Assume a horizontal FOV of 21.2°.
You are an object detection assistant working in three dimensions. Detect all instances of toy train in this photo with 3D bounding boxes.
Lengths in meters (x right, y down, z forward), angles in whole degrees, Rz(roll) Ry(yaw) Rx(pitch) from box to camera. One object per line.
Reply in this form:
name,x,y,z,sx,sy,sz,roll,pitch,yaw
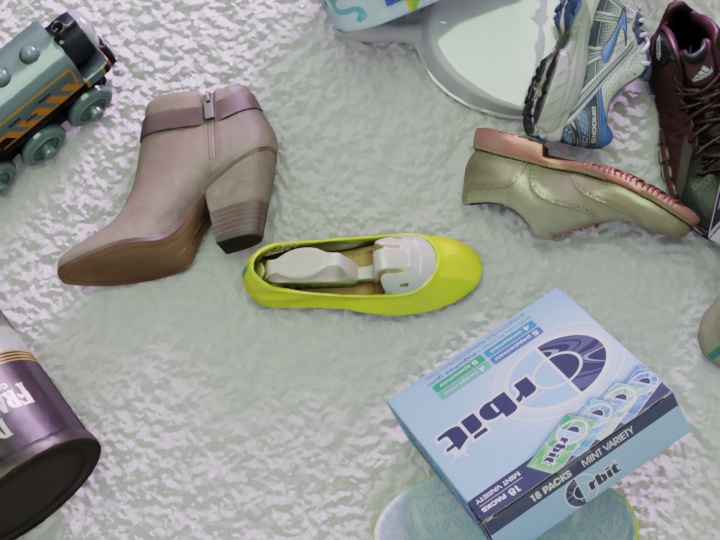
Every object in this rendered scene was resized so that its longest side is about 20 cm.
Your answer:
toy train,-0.292,-0.138,1.617,0.199,0.114,0.085,-39,73,-7

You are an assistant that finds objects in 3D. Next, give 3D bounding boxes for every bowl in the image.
bowl,0.111,0.240,1.449,0.198,0.201,0.109,-3,114,5

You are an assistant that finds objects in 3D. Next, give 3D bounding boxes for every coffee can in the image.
coffee can,-0.320,0.105,1.526,0.146,0.147,0.200,-37,72,-7

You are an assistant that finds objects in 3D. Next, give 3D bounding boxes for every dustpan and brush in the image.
dustpan and brush,0.075,-0.203,1.642,0.198,0.057,0.141,6,83,1

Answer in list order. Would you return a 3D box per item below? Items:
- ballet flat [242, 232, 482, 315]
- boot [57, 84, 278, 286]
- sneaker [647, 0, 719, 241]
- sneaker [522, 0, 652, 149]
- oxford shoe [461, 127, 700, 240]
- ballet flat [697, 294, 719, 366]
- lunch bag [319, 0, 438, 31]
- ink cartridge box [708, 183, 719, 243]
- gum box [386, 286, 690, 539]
ballet flat,0.000,0.000,1.570,0.198,0.067,0.068,-2,71,5
boot,-0.164,-0.075,1.617,0.198,0.070,0.148,-11,65,1
sneaker,0.274,-0.127,1.558,0.075,0.116,0.202,-17,71,0
sneaker,0.202,-0.193,1.585,0.084,0.077,0.202,20,92,-13
oxford shoe,0.178,-0.055,1.577,0.198,0.071,0.075,20,93,19
ballet flat,0.342,-0.007,1.540,0.069,0.070,0.201,33,78,14
lunch bag,0.053,-0.277,1.606,0.198,0.083,0.161,-22,28,-1
ink cartridge box,0.387,-0.080,1.523,0.198,0.047,0.199,20,62,-5
gum box,0.131,0.111,1.471,0.169,0.045,0.200,-33,29,-6
